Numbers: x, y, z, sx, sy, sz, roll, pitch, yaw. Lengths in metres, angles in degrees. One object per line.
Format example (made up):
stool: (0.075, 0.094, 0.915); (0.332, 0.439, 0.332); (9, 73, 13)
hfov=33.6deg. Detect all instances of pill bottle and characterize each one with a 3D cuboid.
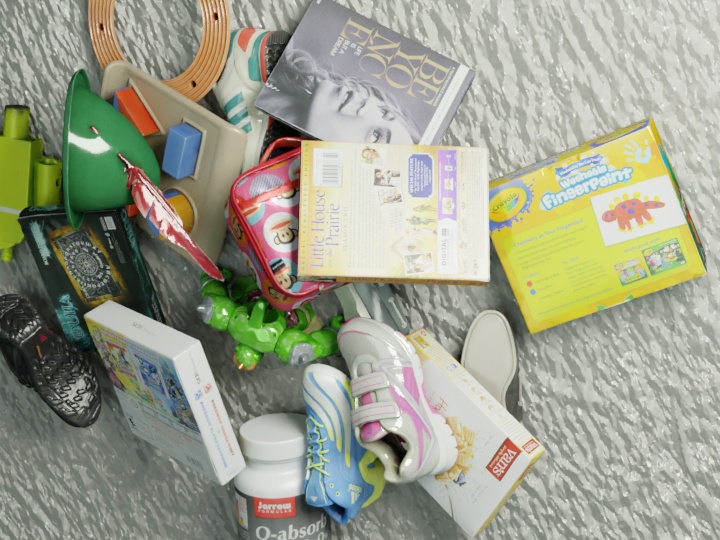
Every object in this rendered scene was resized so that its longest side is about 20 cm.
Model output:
pill bottle: (-0.094, 0.284, 1.446); (0.115, 0.116, 0.202); (1, 105, 16)

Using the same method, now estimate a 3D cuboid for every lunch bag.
lunch bag: (-0.044, -0.069, 1.300); (0.199, 0.082, 0.177); (-25, 79, -20)

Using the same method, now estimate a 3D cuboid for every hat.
hat: (-0.229, -0.116, 1.322); (0.174, 0.166, 0.202); (3, 111, -3)

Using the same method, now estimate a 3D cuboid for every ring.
ring: (-0.228, -0.283, 1.361); (0.199, 0.019, 0.203); (8, 106, 27)

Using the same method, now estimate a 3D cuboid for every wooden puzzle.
wooden puzzle: (-0.236, -0.119, 1.379); (0.199, 0.046, 0.187); (29, 122, 19)

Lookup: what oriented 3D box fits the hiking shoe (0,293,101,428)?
hiking shoe: (-0.394, 0.121, 1.509); (0.200, 0.075, 0.101); (49, 156, 12)

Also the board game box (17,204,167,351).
board game box: (-0.322, 0.010, 1.451); (0.134, 0.028, 0.202); (-2, 123, 17)

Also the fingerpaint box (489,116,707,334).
fingerpaint box: (0.246, -0.047, 1.277); (0.198, 0.073, 0.168); (-22, 98, 21)

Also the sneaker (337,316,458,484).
sneaker: (0.029, 0.146, 1.311); (0.081, 0.088, 0.201); (-34, 84, 42)

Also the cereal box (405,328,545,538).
cereal box: (0.099, 0.184, 1.356); (0.200, 0.039, 0.145); (44, 127, 21)

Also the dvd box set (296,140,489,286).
dvd box set: (0.034, -0.059, 1.235); (0.198, 0.029, 0.148); (1, 75, -4)

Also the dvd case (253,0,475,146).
dvd case: (0.006, -0.196, 1.293); (0.199, 0.016, 0.150); (27, 77, 5)

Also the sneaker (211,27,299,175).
sneaker: (-0.125, -0.180, 1.363); (0.093, 0.070, 0.202); (18, 115, 33)

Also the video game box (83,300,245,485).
video game box: (-0.232, 0.141, 1.409); (0.199, 0.047, 0.184); (18, 136, 45)

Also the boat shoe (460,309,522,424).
boat shoe: (0.153, 0.140, 1.374); (0.066, 0.057, 0.202); (-2, 99, 13)

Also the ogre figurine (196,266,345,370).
ogre figurine: (-0.110, 0.055, 1.385); (0.200, 0.120, 0.098); (42, 112, 2)

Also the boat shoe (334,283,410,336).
boat shoe: (0.000, 0.000, 1.381); (0.061, 0.073, 0.202); (-22, 92, -23)

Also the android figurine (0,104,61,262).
android figurine: (-0.456, -0.110, 1.483); (0.180, 0.041, 0.202); (10, 107, 13)

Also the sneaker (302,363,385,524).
sneaker: (-0.029, 0.209, 1.372); (0.075, 0.105, 0.201); (-3, 124, 34)
